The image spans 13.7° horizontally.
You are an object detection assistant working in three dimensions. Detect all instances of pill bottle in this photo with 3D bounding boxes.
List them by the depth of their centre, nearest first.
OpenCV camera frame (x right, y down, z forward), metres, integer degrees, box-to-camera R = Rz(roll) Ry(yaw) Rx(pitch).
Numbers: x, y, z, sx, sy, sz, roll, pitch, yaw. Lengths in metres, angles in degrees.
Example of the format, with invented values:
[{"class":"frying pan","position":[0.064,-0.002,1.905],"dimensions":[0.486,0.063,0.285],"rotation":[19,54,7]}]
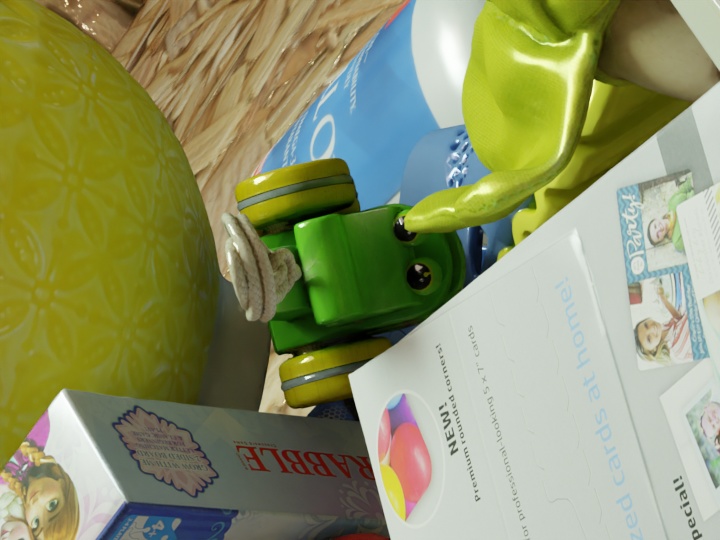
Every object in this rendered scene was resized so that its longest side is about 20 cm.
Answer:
[{"class":"pill bottle","position":[0.050,-0.047,0.992],"dimensions":[0.200,0.112,0.112],"rotation":[-45,17,46]}]

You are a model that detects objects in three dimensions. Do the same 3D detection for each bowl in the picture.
[{"class":"bowl","position":[-0.088,0.029,0.835],"dimensions":[0.200,0.108,0.200],"rotation":[-162,90,-78]}]

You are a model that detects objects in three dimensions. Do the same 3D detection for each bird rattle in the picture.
[{"class":"bird rattle","position":[0.104,-0.070,0.693],"dimensions":[0.163,0.200,0.113],"rotation":[-58,-36,-52]}]

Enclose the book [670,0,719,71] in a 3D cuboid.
[{"class":"book","position":[0.135,-0.132,0.633],"dimensions":[0.200,0.134,0.048],"rotation":[-29,-32,-3]}]

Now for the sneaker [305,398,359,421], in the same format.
[{"class":"sneaker","position":[-0.076,0.102,0.901],"dimensions":[0.200,0.089,0.079],"rotation":[-42,-14,5]}]

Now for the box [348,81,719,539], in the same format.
[{"class":"box","position":[0.074,0.056,0.603],"dimensions":[0.200,0.041,0.156],"rotation":[-41,59,53]}]

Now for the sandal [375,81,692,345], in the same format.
[{"class":"sandal","position":[0.042,-0.012,0.852],"dimensions":[0.079,0.087,0.200],"rotation":[-18,-36,-38]}]

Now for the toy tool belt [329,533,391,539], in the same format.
[{"class":"toy tool belt","position":[-0.019,0.177,0.760],"dimensions":[0.200,0.125,0.123],"rotation":[-55,51,27]}]

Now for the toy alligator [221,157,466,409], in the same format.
[{"class":"toy alligator","position":[0.000,0.000,0.757],"dimensions":[0.054,0.059,0.200],"rotation":[-14,-4,1]}]

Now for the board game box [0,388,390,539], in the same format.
[{"class":"board game box","position":[-0.050,0.122,0.814],"dimensions":[0.200,0.199,0.041],"rotation":[-52,53,25]}]
